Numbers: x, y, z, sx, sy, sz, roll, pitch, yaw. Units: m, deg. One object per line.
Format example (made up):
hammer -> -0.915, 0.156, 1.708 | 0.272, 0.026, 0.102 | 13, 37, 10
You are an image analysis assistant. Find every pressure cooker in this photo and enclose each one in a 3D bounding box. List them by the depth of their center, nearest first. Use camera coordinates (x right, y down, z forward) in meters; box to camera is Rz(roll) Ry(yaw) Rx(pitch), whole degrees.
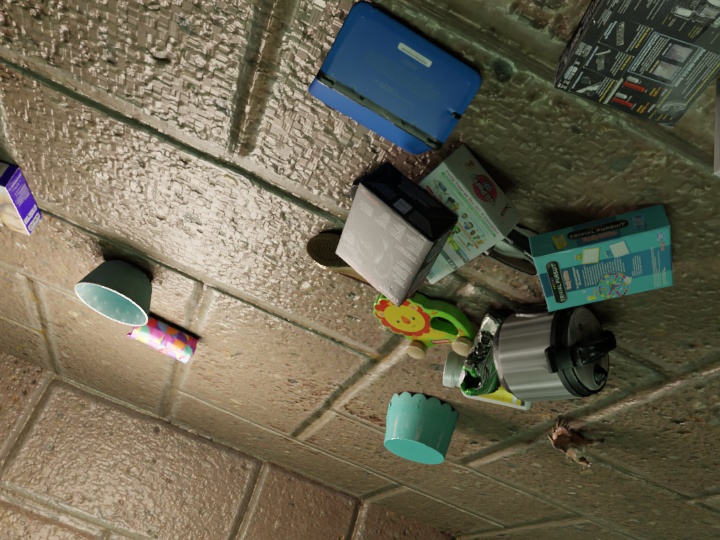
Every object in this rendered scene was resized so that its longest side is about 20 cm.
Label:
pressure cooker -> 0.372, 0.152, 1.234 | 0.199, 0.177, 0.179 | -16, 128, 45

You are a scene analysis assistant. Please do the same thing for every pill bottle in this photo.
pill bottle -> 0.291, 0.239, 1.486 | 0.198, 0.113, 0.112 | 10, 148, 17

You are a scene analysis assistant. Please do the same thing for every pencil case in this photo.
pencil case -> -0.582, 0.200, 1.956 | 0.199, 0.089, 0.088 | 28, 149, -13

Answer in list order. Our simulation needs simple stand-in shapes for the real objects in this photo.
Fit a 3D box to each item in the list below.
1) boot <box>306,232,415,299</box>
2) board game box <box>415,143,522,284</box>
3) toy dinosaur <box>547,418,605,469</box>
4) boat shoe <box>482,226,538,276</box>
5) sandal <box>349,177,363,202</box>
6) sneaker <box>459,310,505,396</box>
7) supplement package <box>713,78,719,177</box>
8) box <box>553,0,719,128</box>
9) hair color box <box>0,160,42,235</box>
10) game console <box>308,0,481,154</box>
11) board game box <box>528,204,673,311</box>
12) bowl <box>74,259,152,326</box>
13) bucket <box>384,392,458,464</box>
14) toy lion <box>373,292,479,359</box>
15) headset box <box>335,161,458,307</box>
boot -> 0.000, 0.000, 1.318 | 0.199, 0.073, 0.166 | 20, 169, 35
board game box -> 0.138, -0.084, 1.058 | 0.148, 0.064, 0.200 | 50, 145, -2
toy dinosaur -> 0.538, 0.442, 1.705 | 0.134, 0.086, 0.200 | 25, 167, 11
boat shoe -> 0.223, -0.050, 1.116 | 0.198, 0.061, 0.074 | 25, 151, -8
sandal -> 0.024, -0.089, 1.187 | 0.075, 0.043, 0.201 | 10, 148, 16
sneaker -> 0.257, 0.177, 1.355 | 0.078, 0.084, 0.202 | 34, 125, 46
supplement package -> 0.496, -0.174, 0.673 | 0.150, 0.152, 0.200 | 25, 149, -8
box -> 0.327, -0.263, 0.729 | 0.156, 0.050, 0.201 | 19, 150, 1
hair color box -> -0.822, -0.172, 1.522 | 0.108, 0.065, 0.201 | 19, 151, 1
game console -> 0.042, -0.260, 0.930 | 0.198, 0.119, 0.171 | 27, 118, -13
board game box -> 0.381, -0.015, 1.043 | 0.198, 0.047, 0.151 | -13, 139, 17
bowl -> -0.623, 0.047, 1.713 | 0.198, 0.106, 0.202 | 14, 149, 8
bucket -> 0.166, 0.450, 1.869 | 0.205, 0.136, 0.208 | 14, 149, 9
toy lion -> 0.132, 0.106, 1.426 | 0.198, 0.069, 0.192 | -9, 131, 39
headset box -> 0.050, -0.048, 1.067 | 0.149, 0.077, 0.201 | 41, 145, 14
